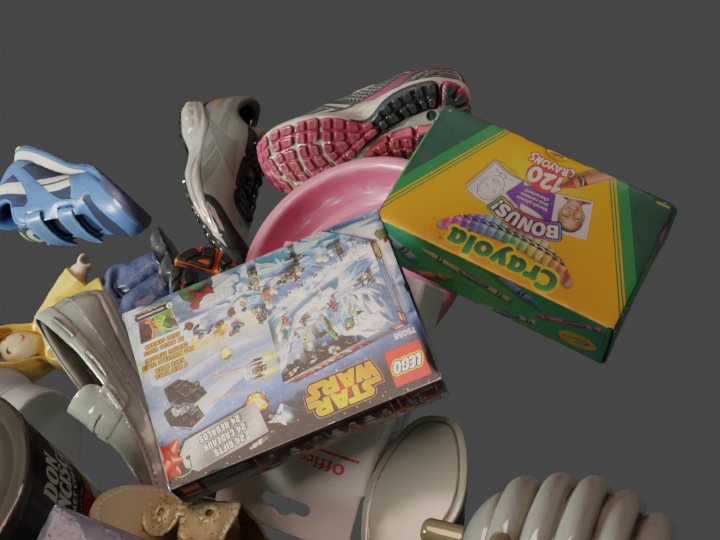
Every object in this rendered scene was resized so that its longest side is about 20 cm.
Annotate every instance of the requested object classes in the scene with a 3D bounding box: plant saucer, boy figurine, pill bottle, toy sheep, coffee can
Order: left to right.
[{"bbox_3d":[-0.339,0.132,1.104,0.197,0.113,0.114,8,60,30],"label":"pill bottle"},{"bbox_3d":[-0.251,0.201,0.955,0.144,0.201,0.148,-12,52,16],"label":"coffee can"},{"bbox_3d":[-0.245,0.039,1.160,0.198,0.065,0.125,-27,53,2],"label":"boy figurine"},{"bbox_3d":[0.000,0.000,1.081,0.198,0.051,0.203,-12,53,16],"label":"plant saucer"},{"bbox_3d":[0.129,0.191,0.830,0.197,0.138,0.139,18,64,19],"label":"toy sheep"}]

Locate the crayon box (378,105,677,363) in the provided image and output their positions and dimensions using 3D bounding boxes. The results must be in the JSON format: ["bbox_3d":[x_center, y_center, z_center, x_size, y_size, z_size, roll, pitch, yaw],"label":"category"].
[{"bbox_3d":[0.123,-0.030,0.996,0.198,0.059,0.120,26,65,15],"label":"crayon box"}]

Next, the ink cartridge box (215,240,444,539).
[{"bbox_3d":[-0.023,0.093,0.972,0.115,0.067,0.203,16,88,18],"label":"ink cartridge box"}]

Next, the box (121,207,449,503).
[{"bbox_3d":[-0.054,0.058,0.906,0.197,0.040,0.138,-22,64,3],"label":"box"}]

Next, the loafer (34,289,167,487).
[{"bbox_3d":[-0.201,0.108,1.057,0.069,0.070,0.201,-17,62,-29],"label":"loafer"}]

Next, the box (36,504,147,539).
[{"bbox_3d":[-0.124,0.254,0.816,0.197,0.115,0.133,19,62,9],"label":"box"}]

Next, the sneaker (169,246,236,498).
[{"bbox_3d":[-0.116,0.085,1.065,0.074,0.079,0.203,-1,68,-8],"label":"sneaker"}]

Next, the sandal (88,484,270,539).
[{"bbox_3d":[-0.084,0.188,0.907,0.210,0.070,0.078,29,40,3],"label":"sandal"}]

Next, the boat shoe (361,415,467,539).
[{"bbox_3d":[0.041,0.201,0.910,0.074,0.062,0.203,-3,58,20],"label":"boat shoe"}]

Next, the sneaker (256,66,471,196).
[{"bbox_3d":[0.004,-0.121,1.157,0.197,0.082,0.075,-16,26,11],"label":"sneaker"}]

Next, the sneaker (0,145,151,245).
[{"bbox_3d":[-0.275,-0.056,1.239,0.198,0.074,0.083,16,66,41],"label":"sneaker"}]

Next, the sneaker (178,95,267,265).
[{"bbox_3d":[-0.117,-0.088,1.186,0.078,0.074,0.202,-17,51,6],"label":"sneaker"}]
